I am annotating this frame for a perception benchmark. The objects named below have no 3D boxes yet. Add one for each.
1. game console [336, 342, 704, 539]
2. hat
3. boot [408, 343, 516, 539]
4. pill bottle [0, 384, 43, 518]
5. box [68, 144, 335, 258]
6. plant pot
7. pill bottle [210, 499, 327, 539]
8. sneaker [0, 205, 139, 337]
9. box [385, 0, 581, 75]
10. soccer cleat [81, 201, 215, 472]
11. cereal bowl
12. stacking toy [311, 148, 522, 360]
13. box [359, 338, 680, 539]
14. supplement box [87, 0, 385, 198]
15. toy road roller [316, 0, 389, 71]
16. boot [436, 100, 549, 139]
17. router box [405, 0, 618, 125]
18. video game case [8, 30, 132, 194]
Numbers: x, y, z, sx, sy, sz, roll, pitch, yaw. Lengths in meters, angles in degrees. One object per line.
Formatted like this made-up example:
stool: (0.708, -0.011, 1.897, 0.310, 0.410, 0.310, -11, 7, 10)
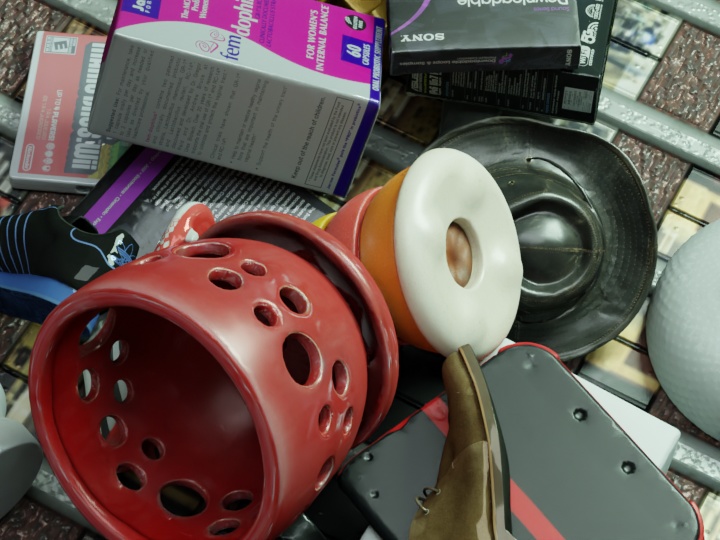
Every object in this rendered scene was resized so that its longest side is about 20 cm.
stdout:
game console: (0.109, 0.157, 1.428, 0.177, 0.031, 0.200, -36, 66, -15)
hat: (0.115, -0.017, 1.573, 0.200, 0.081, 0.202, 1, 98, 8)
boot: (0.062, 0.142, 1.386, 0.075, 0.074, 0.201, -10, 64, 8)
pill bottle: (-0.321, 0.089, 1.520, 0.116, 0.117, 0.200, -39, 68, -22)
box: (-0.106, -0.019, 1.618, 0.200, 0.036, 0.143, 36, 71, 15)
plant pot: (-0.085, 0.072, 1.410, 0.200, 0.201, 0.182, 36, 36, 18)
pill bottle: (-0.110, 0.241, 1.442, 0.112, 0.112, 0.200, 40, 66, 19)
sneaker: (-0.240, -0.011, 1.576, 0.199, 0.070, 0.078, 18, 65, 40)
box: (0.088, -0.239, 1.632, 0.142, 0.036, 0.201, -3, 63, -1)
soccer cleat: (-0.157, 0.044, 1.544, 0.085, 0.069, 0.201, 17, 92, 33)
cereal bowl: (0.315, 0.034, 1.598, 0.199, 0.083, 0.201, 2, 59, -3)
stacking toy: (0.000, 0.000, 1.516, 0.199, 0.146, 0.147, -9, 52, 35)
box: (0.104, 0.174, 1.493, 0.152, 0.106, 0.200, 28, 62, 13)
supplement box: (-0.090, -0.143, 1.599, 0.199, 0.104, 0.101, 13, 44, -9)
toy road roller: (0.011, -0.251, 1.736, 0.200, 0.123, 0.146, -39, 81, -18)
boot: (0.137, -0.113, 1.694, 0.181, 0.073, 0.200, 21, 54, 7)
router box: (0.125, -0.217, 1.685, 0.149, 0.062, 0.201, 9, 56, 7)
video game case: (-0.166, -0.120, 1.706, 0.199, 0.017, 0.144, 5, 59, 0)
